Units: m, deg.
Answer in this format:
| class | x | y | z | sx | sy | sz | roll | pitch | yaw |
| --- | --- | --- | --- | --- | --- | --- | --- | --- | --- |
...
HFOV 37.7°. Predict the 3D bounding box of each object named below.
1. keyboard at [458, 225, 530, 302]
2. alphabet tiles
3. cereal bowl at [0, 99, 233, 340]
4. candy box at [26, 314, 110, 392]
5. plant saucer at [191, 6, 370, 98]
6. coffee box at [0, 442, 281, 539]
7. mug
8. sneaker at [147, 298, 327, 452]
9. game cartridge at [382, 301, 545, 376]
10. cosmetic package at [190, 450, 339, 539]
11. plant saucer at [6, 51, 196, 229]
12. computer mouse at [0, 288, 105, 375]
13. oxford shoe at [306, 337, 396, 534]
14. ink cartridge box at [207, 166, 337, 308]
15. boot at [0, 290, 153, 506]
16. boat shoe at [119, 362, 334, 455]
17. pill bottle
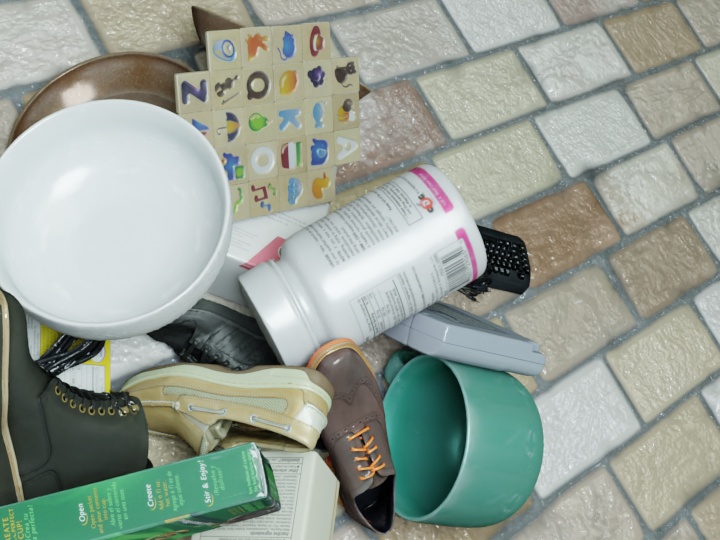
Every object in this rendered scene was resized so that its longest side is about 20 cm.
| class | x | y | z | sx | sy | sz | roll | pitch | yaw |
| --- | --- | --- | --- | --- | --- | --- | --- | --- | --- |
| keyboard | 0.115 | -0.019 | 1.175 | 0.198 | 0.040 | 0.105 | 11 | 59 | -26 |
| alphabet tiles | -0.078 | -0.135 | 0.955 | 0.199 | 0.006 | 0.168 | -15 | 110 | -37 |
| cereal bowl | -0.199 | -0.034 | 0.855 | 0.198 | 0.083 | 0.202 | 0 | 68 | 0 |
| candy box | -0.266 | 0.047 | 0.907 | 0.101 | 0.026 | 0.202 | 7 | 62 | -25 |
| plant saucer | -0.086 | -0.210 | 1.078 | 0.199 | 0.200 | 0.037 | 24 | 96 | -20 |
| coffee box | -0.163 | 0.181 | 0.788 | 0.198 | 0.123 | 0.044 | -14 | 73 | -4 |
| mug | 0.099 | 0.149 | 1.001 | 0.113 | 0.152 | 0.187 | 14 | 60 | -29 |
| sneaker | -0.109 | 0.096 | 0.958 | 0.198 | 0.060 | 0.105 | 18 | 52 | -27 |
| game cartridge | 0.073 | 0.054 | 1.025 | 0.132 | 0.200 | 0.042 | 9 | 97 | -24 |
| cosmetic package | -0.084 | 0.252 | 0.853 | 0.073 | 0.102 | 0.202 | 62 | 31 | -54 |
| plant saucer | -0.222 | -0.113 | 0.968 | 0.198 | 0.037 | 0.202 | -3 | 61 | 5 |
| computer mouse | -0.299 | 0.011 | 0.863 | 0.140 | 0.046 | 0.201 | -32 | 76 | -26 |
| oxford shoe | 0.001 | 0.146 | 0.916 | 0.071 | 0.201 | 0.073 | -26 | 39 | -16 |
| ink cartridge box | -0.108 | -0.075 | 1.036 | 0.145 | 0.085 | 0.202 | 23 | 57 | -20 |
| boot | -0.228 | 0.092 | 0.813 | 0.137 | 0.202 | 0.077 | -13 | 38 | -31 |
| boat shoe | -0.121 | 0.122 | 0.863 | 0.072 | 0.198 | 0.077 | 55 | 37 | -44 |
| pill bottle | 0.000 | 0.000 | 0.926 | 0.199 | 0.113 | 0.114 | -29 | 81 | -9 |
